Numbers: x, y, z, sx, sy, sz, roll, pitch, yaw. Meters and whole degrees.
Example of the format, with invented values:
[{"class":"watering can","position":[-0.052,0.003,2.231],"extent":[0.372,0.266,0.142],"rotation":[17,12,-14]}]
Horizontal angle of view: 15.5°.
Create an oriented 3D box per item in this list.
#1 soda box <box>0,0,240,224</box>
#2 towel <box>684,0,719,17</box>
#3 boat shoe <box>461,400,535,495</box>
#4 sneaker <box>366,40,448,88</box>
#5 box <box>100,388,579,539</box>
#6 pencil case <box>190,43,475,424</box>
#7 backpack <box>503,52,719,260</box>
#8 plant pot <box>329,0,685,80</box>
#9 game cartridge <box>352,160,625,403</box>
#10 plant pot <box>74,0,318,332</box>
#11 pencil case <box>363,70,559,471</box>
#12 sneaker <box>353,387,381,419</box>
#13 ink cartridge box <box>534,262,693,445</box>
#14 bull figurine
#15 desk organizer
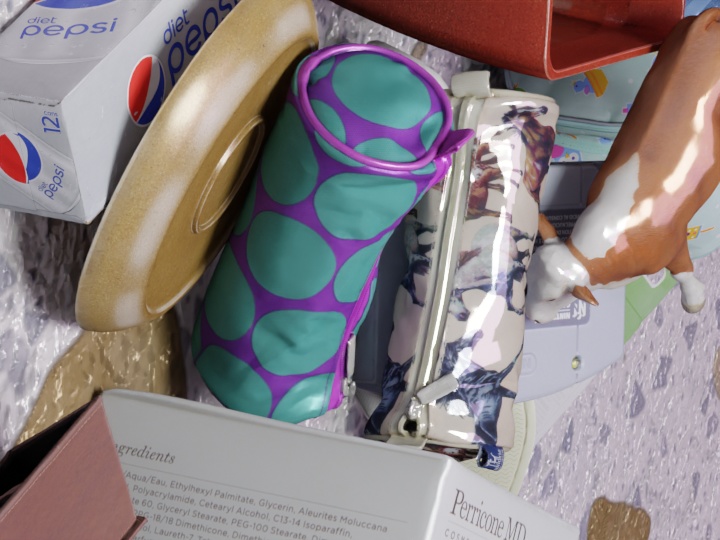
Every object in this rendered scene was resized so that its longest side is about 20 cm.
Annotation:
[{"class":"soda box","position":[-0.109,-0.107,1.241],"extent":[0.200,0.063,0.068],"rotation":[-52,143,-44]},{"class":"towel","position":[0.138,-0.213,1.576],"extent":[0.112,0.200,0.049],"rotation":[-43,170,-44]},{"class":"boat shoe","position":[0.066,0.066,1.550],"extent":[0.068,0.071,0.201],"rotation":[-104,-161,-79]},{"class":"sneaker","position":[0.028,-0.053,1.548],"extent":[0.089,0.075,0.200],"rotation":[-58,146,-10]},{"class":"box","position":[-0.021,0.156,1.347],"extent":[0.199,0.199,0.131],"rotation":[33,69,-61]},{"class":"pencil case","position":[-0.018,-0.014,1.318],"extent":[0.085,0.092,0.200],"rotation":[-50,167,-46]},{"class":"backpack","position":[0.172,-0.110,1.677],"extent":[0.153,0.175,0.201],"rotation":[35,65,-65]},{"class":"plant pot","position":[0.066,-0.220,1.432],"extent":[0.200,0.176,0.201],"rotation":[-20,115,-61]},{"class":"game cartridge","position":[0.070,0.008,1.458],"extent":[0.199,0.041,0.134],"rotation":[-3,93,-42]},{"class":"plant pot","position":[-0.072,-0.051,1.275],"extent":[0.200,0.027,0.200],"rotation":[-58,171,-14]},{"class":"pencil case","position":[0.052,0.000,1.361],"extent":[0.089,0.077,0.201],"rotation":[8,90,-82]},{"class":"sneaker","position":[0.000,0.000,1.457],"extent":[0.081,0.075,0.200],"rotation":[-103,177,-51]},{"class":"ink cartridge box","position":[0.109,0.037,1.639],"extent":[0.200,0.059,0.104],"rotation":[-48,149,-2]},{"class":"bull figurine","position":[0.166,-0.046,1.463],"extent":[0.200,0.065,0.121],"rotation":[-59,146,-2]},{"class":"desk organizer","position":[-0.181,0.139,1.168],"extent":[0.200,0.071,0.077],"rotation":[-52,139,-45]}]
